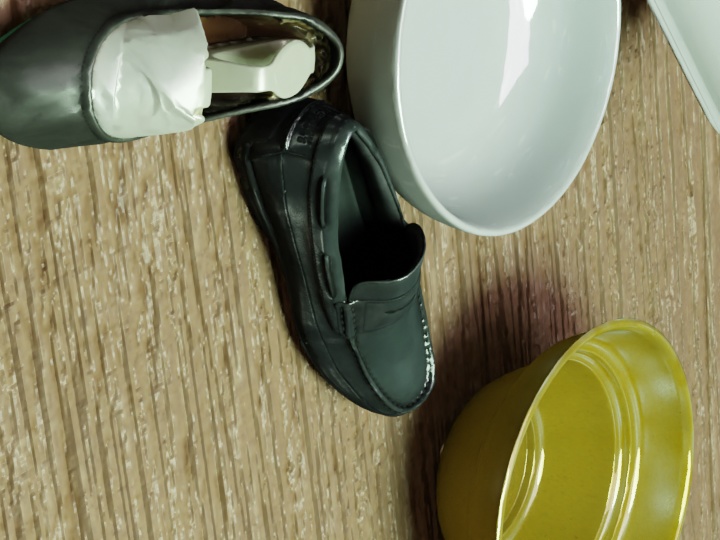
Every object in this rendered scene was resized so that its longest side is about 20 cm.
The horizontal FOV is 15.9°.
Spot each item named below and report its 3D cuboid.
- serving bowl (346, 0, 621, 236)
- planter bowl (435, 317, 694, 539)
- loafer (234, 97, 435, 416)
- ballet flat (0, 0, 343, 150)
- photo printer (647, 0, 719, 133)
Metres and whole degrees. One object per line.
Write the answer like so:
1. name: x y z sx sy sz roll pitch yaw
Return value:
1. serving bowl: 0.054 -0.120 1.316 0.200 0.066 0.201 -20 115 -50
2. planter bowl: 0.099 0.118 1.428 0.200 0.083 0.201 -19 115 -50
3. loafer: 0.000 0.000 1.273 0.068 0.070 0.201 -51 136 -31
4. ballet flat: -0.080 -0.093 1.143 0.200 0.068 0.068 -18 114 -50
5. photo printer: 0.182 -0.194 1.412 0.200 0.069 0.167 55 22 -46
